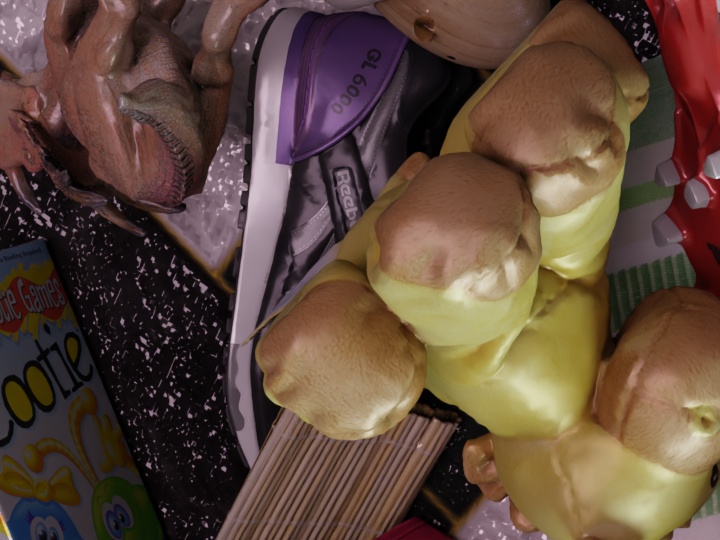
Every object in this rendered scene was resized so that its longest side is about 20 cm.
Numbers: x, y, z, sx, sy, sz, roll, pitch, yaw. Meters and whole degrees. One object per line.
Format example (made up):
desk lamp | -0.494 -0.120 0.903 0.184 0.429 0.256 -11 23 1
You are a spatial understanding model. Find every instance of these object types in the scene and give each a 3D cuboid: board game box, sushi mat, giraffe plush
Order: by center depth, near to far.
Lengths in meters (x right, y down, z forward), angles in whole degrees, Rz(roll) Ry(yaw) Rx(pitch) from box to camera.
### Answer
giraffe plush | 0.065 0.032 0.781 0.162 0.173 0.200 42 147 -3
sushi mat | -0.035 0.134 0.925 0.012 0.095 0.201 48 119 42
board game box | -0.163 0.103 0.976 0.103 0.105 0.201 -24 88 28

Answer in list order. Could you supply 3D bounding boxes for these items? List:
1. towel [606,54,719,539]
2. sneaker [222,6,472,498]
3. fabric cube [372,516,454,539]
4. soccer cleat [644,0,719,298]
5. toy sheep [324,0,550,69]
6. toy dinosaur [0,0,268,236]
towel | 0.137 0.017 0.858 0.152 0.023 0.201 -17 89 27
sneaker | 0.000 0.000 0.897 0.087 0.076 0.201 7 102 19
fabric cube | 0.028 0.244 0.854 0.199 0.196 0.201 29 109 18
soccer cleat | 0.141 -0.064 0.798 0.069 0.085 0.201 21 130 65
toy sheep | 0.020 -0.169 0.828 0.137 0.138 0.201 -18 94 28
toy dinosaur | -0.090 -0.062 0.893 0.200 0.085 0.136 -130 48 -62
